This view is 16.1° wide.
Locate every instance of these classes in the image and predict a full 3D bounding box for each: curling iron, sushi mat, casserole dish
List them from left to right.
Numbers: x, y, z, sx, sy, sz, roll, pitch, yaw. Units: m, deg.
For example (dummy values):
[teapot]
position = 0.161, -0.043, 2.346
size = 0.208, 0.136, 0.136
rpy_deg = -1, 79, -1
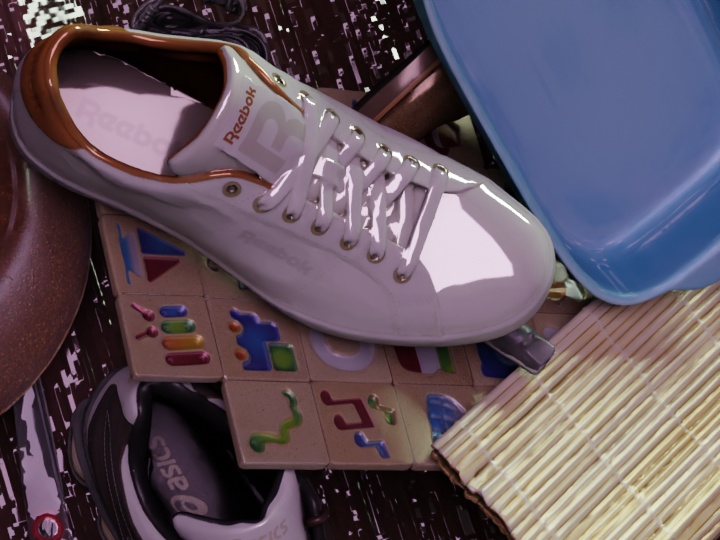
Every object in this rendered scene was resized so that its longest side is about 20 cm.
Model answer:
[curling iron]
position = -0.007, -0.033, 0.917
size = 0.200, 0.026, 0.050
rpy_deg = 44, 100, 8
[casserole dish]
position = 0.087, -0.081, 0.925
size = 0.121, 0.039, 0.200
rpy_deg = -39, 118, -15
[sushi mat]
position = 0.114, 0.050, 0.941
size = 0.096, 0.012, 0.200
rpy_deg = 47, 50, 5

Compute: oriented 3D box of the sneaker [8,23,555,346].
[sneaker]
position = -0.024, -0.028, 0.860
size = 0.200, 0.085, 0.073
rpy_deg = 19, 77, -6

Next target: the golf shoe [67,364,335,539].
[golf shoe]
position = -0.035, 0.119, 0.895
size = 0.078, 0.094, 0.200
rpy_deg = -37, 86, -17

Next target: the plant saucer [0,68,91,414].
[plant saucer]
position = -0.196, -0.020, 0.903
size = 0.200, 0.034, 0.200
rpy_deg = 3, 58, -5

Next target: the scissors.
[scissors]
position = -0.104, 0.105, 0.912
size = 0.073, 0.014, 0.200
rpy_deg = 6, 84, -2

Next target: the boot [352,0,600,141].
[boot]
position = 0.082, -0.084, 0.975
size = 0.200, 0.074, 0.075
rpy_deg = -31, 93, -25

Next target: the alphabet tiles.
[alphabet tiles]
position = 0.000, 0.000, 0.929
size = 0.200, 0.006, 0.166
rpy_deg = 3, 55, -28
